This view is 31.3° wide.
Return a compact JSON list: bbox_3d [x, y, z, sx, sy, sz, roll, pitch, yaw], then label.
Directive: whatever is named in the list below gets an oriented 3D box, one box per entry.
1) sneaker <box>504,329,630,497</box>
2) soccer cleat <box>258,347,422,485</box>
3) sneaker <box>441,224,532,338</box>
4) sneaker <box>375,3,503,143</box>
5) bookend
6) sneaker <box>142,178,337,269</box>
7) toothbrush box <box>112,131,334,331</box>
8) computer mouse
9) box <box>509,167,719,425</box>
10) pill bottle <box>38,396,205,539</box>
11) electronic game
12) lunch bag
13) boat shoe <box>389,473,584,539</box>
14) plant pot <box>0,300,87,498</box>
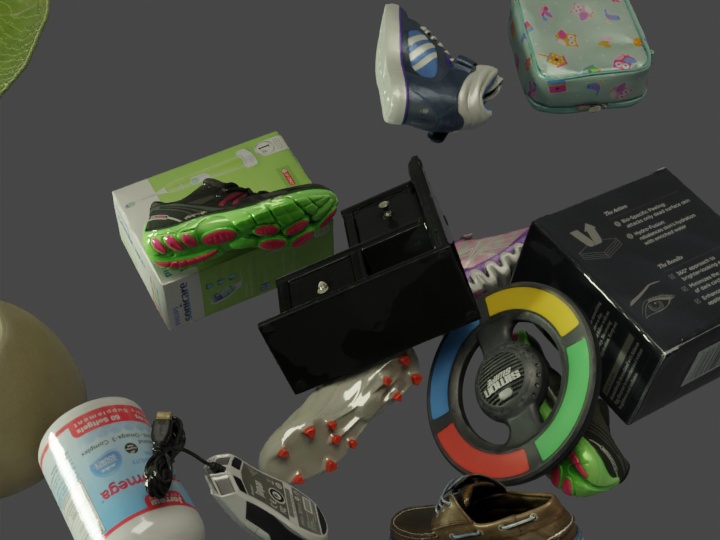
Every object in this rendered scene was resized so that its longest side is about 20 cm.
[{"bbox_3d":[0.196,0.143,1.268,0.083,0.077,0.200,5,42,-34],"label":"sneaker"},{"bbox_3d":[-0.026,0.138,1.269,0.200,0.069,0.077,-38,32,-20],"label":"soccer cleat"},{"bbox_3d":[0.138,-0.010,1.378,0.200,0.081,0.088,-31,50,-22],"label":"sneaker"},{"bbox_3d":[0.098,-0.244,1.567,0.146,0.081,0.201,4,48,-9],"label":"sneaker"},{"bbox_3d":[0.000,0.000,1.303,0.198,0.092,0.200,-23,31,7],"label":"bookend"},{"bbox_3d":[-0.122,-0.062,1.292,0.199,0.077,0.084,-10,55,-5],"label":"sneaker"},{"bbox_3d":[-0.147,-0.046,1.392,0.199,0.086,0.146,-22,56,-18],"label":"toothbrush box"},{"bbox_3d":[-0.115,0.206,1.168,0.200,0.044,0.110,35,15,-23],"label":"computer mouse"},{"bbox_3d":[0.292,0.021,1.309,0.196,0.118,0.200,-21,54,-30],"label":"box"},{"bbox_3d":[-0.208,0.221,1.163,0.108,0.109,0.200,-24,56,-19],"label":"pill bottle"},{"bbox_3d":[0.144,0.107,1.236,0.199,0.042,0.201,-19,60,37],"label":"electronic game"},{"bbox_3d":[0.273,-0.279,1.591,0.160,0.077,0.201,-4,52,-6],"label":"lunch bag"},{"bbox_3d":[0.105,0.219,1.143,0.199,0.073,0.072,-7,21,37],"label":"boat shoe"},{"bbox_3d":[-0.374,0.102,1.240,0.199,0.135,0.201,0,51,0],"label":"plant pot"}]
